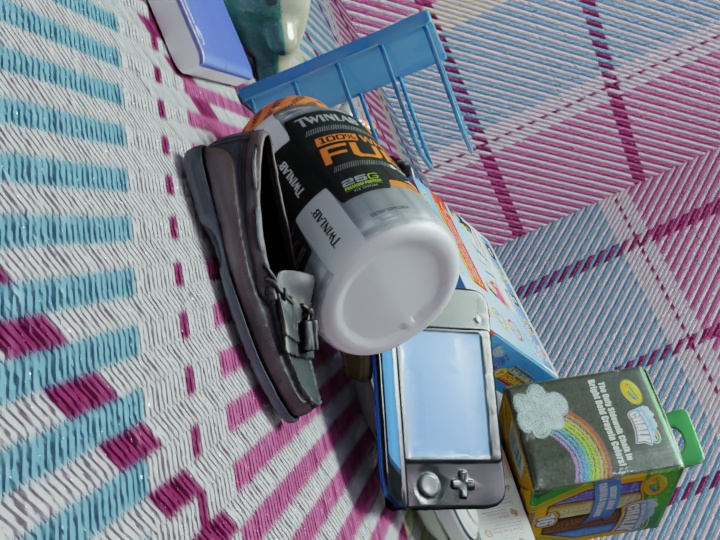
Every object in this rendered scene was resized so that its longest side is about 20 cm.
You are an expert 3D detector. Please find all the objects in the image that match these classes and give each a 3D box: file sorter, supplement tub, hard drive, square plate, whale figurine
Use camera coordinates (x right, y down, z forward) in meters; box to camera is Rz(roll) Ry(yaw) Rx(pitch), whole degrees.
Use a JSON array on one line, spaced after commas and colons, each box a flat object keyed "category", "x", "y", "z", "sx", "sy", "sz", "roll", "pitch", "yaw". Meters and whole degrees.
[{"category": "file sorter", "x": 0.004, "y": -0.148, "z": 1.152, "sx": 0.139, "sy": 0.197, "sz": 0.125, "roll": 21, "pitch": 48, "yaw": -79}, {"category": "supplement tub", "x": -0.019, "y": -0.042, "z": 0.884, "sx": 0.201, "sy": 0.122, "sz": 0.123, "roll": 53, "pitch": -3, "yaw": 42}, {"category": "hard drive", "x": -0.145, "y": -0.228, "z": 0.989, "sx": 0.200, "sy": 0.025, "sz": 0.134, "roll": -47, "pitch": 114, "yaw": -82}, {"category": "square plate", "x": 0.035, "y": 0.145, "z": 1.146, "sx": 0.201, "sy": 0.028, "sz": 0.200, "roll": -95, "pitch": 161, "yaw": -66}, {"category": "whale figurine", "x": -0.109, "y": -0.276, "z": 1.204, "sx": 0.202, "sy": 0.102, "sz": 0.161, "roll": 95, "pitch": -17, "yaw": -48}]

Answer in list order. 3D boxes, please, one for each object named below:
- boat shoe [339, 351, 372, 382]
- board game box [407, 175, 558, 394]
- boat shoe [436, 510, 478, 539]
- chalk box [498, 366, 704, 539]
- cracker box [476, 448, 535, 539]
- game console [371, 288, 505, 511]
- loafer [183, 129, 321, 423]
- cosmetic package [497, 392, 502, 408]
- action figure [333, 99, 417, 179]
[{"category": "boat shoe", "x": -0.035, "y": 0.003, "z": 1.017, "sx": 0.073, "sy": 0.062, "sz": 0.204, "roll": 90, "pitch": -15, "yaw": -81}, {"category": "board game box", "x": 0.115, "y": 0.024, "z": 1.239, "sx": 0.195, "sy": 0.056, "sz": 0.202, "roll": 34, "pitch": 28, "yaw": -52}, {"category": "boat shoe", "x": 0.087, "y": 0.156, "z": 1.091, "sx": 0.071, "sy": 0.069, "sz": 0.204, "roll": 23, "pitch": 50, "yaw": -77}, {"category": "chalk box", "x": 0.246, "y": 0.188, "z": 1.175, "sx": 0.125, "sy": 0.196, "sz": 0.126, "roll": 93, "pitch": -12, "yaw": -50}, {"category": "cracker box", "x": 0.130, "y": 0.276, "z": 1.161, "sx": 0.135, "sy": 0.057, "sz": 0.202, "roll": 93, "pitch": -15, "yaw": -47}, {"category": "game console", "x": 0.066, "y": 0.097, "z": 0.986, "sx": 0.118, "sy": 0.168, "sz": 0.204, "roll": 145, "pitch": -55, "yaw": -61}, {"category": "loafer", "x": -0.061, "y": -0.001, "z": 0.778, "sx": 0.072, "sy": 0.062, "sz": 0.203, "roll": 37, "pitch": 31, "yaw": -76}, {"category": "cosmetic package", "x": 0.142, "y": 0.225, "z": 1.370, "sx": 0.091, "sy": 0.105, "sz": 0.202, "roll": 59, "pitch": 10, "yaw": -48}, {"category": "action figure", "x": -0.008, "y": -0.146, "z": 1.578, "sx": 0.199, "sy": 0.103, "sz": 0.197, "roll": 15, "pitch": -54, "yaw": 65}]
